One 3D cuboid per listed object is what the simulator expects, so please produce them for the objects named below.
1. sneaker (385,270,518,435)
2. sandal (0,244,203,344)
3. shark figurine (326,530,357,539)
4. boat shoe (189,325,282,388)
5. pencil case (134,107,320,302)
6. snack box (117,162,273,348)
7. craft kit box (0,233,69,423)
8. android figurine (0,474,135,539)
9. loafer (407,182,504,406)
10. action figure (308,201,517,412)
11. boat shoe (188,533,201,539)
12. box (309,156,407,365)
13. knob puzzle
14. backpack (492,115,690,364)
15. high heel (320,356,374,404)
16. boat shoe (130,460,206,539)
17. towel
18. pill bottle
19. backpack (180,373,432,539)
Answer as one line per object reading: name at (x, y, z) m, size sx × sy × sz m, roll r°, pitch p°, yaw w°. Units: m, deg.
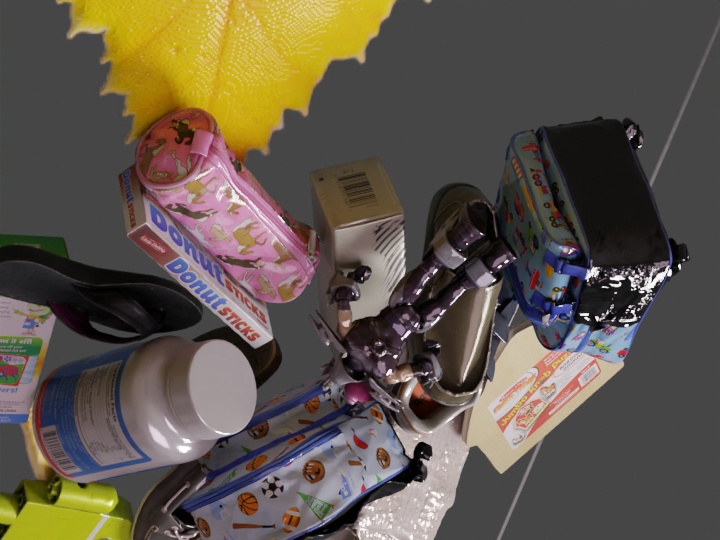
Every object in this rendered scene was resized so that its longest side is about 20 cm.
sneaker at (0.098, 0.069, 1.656) m, size 0.078 × 0.079 × 0.201 m, roll 29°, pitch 94°, yaw -17°
sandal at (-0.226, 0.032, 1.488) m, size 0.199 × 0.048 × 0.075 m, roll 15°, pitch 143°, yaw -31°
shark figurine at (-0.020, 0.253, 1.843) m, size 0.127 × 0.090 × 0.216 m, roll -7°, pitch 138°, yaw -18°
boat shoe at (-0.151, 0.116, 1.663) m, size 0.199 × 0.073 × 0.067 m, roll -32°, pitch 142°, yaw 20°
pencil case at (-0.110, -0.053, 1.494) m, size 0.086 × 0.083 × 0.200 m, roll -31°, pitch 136°, yaw 12°
snack box at (-0.142, -0.010, 1.531) m, size 0.024 × 0.072 × 0.200 m, roll -28°, pitch 138°, yaw 15°
craft kit box at (-0.368, 0.051, 1.525) m, size 0.198 × 0.049 × 0.198 m, roll 3°, pitch 135°, yaw -25°
android figurine at (-0.308, 0.272, 1.778) m, size 0.199 × 0.041 × 0.182 m, roll 19°, pitch 124°, yaw -34°
loafer at (0.087, 0.021, 1.580) m, size 0.074 × 0.070 × 0.202 m, roll 1°, pitch 90°, yaw -16°
action figure at (0.043, 0.034, 1.517) m, size 0.200 × 0.069 × 0.130 m, roll -42°, pitch 112°, yaw 9°
boat shoe at (-0.131, 0.282, 1.802) m, size 0.199 × 0.065 × 0.071 m, roll -22°, pitch 128°, yaw 25°
box at (0.000, 0.000, 1.595) m, size 0.068 × 0.083 × 0.201 m, roll -14°, pitch 139°, yaw -10°
knob puzzle at (0.172, 0.100, 1.775) m, size 0.218 × 0.030 × 0.221 m, roll -27°, pitch 142°, yaw -23°
backpack at (0.192, -0.014, 1.592) m, size 0.133 × 0.184 × 0.201 m, roll -5°, pitch 144°, yaw -13°
high heel at (0.011, 0.152, 1.774) m, size 0.067 × 0.097 × 0.200 m, roll 3°, pitch 158°, yaw 33°
boat shoe at (-0.163, 0.222, 1.749) m, size 0.067 × 0.057 × 0.201 m, roll 15°, pitch 118°, yaw -45°
towel at (0.055, 0.181, 1.746) m, size 0.132 × 0.034 × 0.202 m, roll 28°, pitch 78°, yaw -48°
pill bottle at (-0.187, 0.119, 1.552) m, size 0.199 × 0.113 × 0.112 m, roll -15°, pitch 147°, yaw 39°
backpack at (-0.066, 0.190, 1.595) m, size 0.199 × 0.155 × 0.190 m, roll -35°, pitch -178°, yaw 29°
